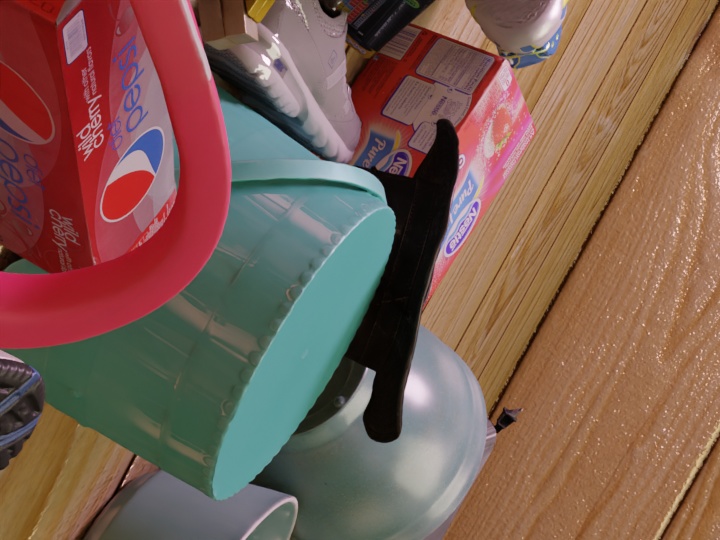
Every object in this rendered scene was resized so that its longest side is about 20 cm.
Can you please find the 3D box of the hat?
[{"bbox_3d":[0.000,0.000,0.990,0.201,0.080,0.203,-168,-90,-83],"label":"hat"}]

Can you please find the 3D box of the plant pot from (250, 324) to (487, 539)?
[{"bbox_3d":[-0.018,0.103,1.256,0.201,0.199,0.134,-56,140,-16],"label":"plant pot"}]

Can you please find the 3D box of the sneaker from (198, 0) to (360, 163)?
[{"bbox_3d":[-0.027,-0.118,0.922,0.082,0.074,0.200,-57,167,-3],"label":"sneaker"}]

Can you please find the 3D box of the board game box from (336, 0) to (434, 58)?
[{"bbox_3d":[0.065,-0.233,0.943,0.201,0.057,0.165,-55,-172,-22],"label":"board game box"}]

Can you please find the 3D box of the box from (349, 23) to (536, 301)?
[{"bbox_3d":[0.026,-0.060,1.150,0.201,0.099,0.096,-57,148,-15],"label":"box"}]

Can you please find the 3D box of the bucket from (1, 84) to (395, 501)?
[{"bbox_3d":[-0.081,0.009,0.862,0.208,0.134,0.208,-56,168,-17],"label":"bucket"}]

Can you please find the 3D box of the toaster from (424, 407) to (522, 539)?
[{"bbox_3d":[0.012,0.167,1.471,0.201,0.180,0.119,-61,166,10],"label":"toaster"}]

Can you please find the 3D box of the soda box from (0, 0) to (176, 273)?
[{"bbox_3d":[-0.122,-0.071,0.669,0.064,0.070,0.201,-54,165,-28],"label":"soda box"}]

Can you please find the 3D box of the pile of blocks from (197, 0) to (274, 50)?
[{"bbox_3d":[-0.018,-0.192,0.778,0.201,0.082,0.062,-60,168,5],"label":"pile of blocks"}]

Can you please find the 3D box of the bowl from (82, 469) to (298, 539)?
[{"bbox_3d":[-0.141,0.222,1.175,0.202,0.104,0.201,-55,166,-21],"label":"bowl"}]

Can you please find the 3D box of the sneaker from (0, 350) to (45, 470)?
[{"bbox_3d":[-0.206,0.036,0.597,0.076,0.077,0.200,-57,150,5],"label":"sneaker"}]

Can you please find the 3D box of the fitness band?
[{"bbox_3d":[-0.121,-0.054,0.562,0.142,0.038,0.201,-16,134,-3],"label":"fitness band"}]

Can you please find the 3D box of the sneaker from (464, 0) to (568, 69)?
[{"bbox_3d":[0.120,-0.179,1.152,0.201,0.075,0.106,-87,158,-56],"label":"sneaker"}]
